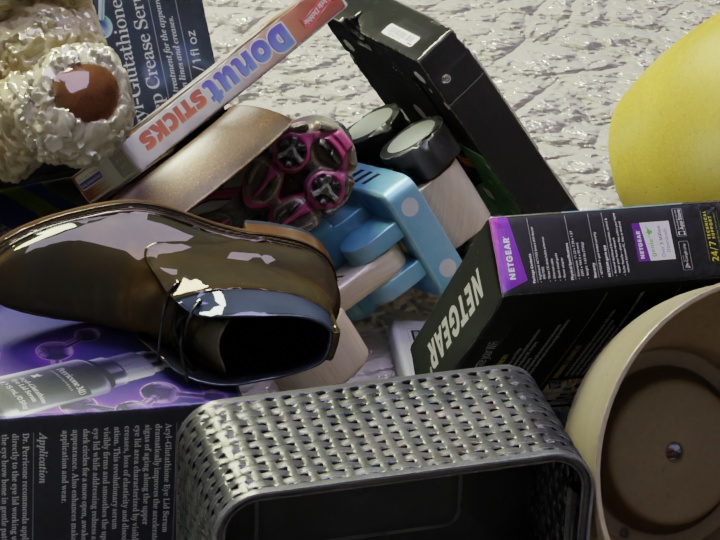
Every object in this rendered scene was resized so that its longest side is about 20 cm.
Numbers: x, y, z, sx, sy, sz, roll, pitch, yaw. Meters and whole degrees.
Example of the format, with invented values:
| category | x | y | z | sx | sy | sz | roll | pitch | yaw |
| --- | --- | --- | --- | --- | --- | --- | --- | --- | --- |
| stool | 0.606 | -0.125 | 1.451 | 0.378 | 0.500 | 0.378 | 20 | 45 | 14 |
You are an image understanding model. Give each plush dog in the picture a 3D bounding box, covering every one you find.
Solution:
| category | x | y | z | sx | sy | sz | roll | pitch | yaw |
| --- | --- | --- | --- | --- | --- | --- | --- | --- | --- |
| plush dog | -0.232 | -0.108 | 1.657 | 0.171 | 0.161 | 0.201 | -16 | 64 | -9 |

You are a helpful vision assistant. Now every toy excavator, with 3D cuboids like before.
| category | x | y | z | sx | sy | sz | roll | pitch | yaw |
| --- | --- | --- | --- | --- | --- | --- | --- | --- | --- |
| toy excavator | 0.000 | 0.000 | 1.754 | 0.200 | 0.100 | 0.194 | -39 | 22 | -14 |

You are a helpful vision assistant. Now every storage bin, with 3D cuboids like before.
| category | x | y | z | sx | sy | sz | roll | pitch | yaw |
| --- | --- | --- | --- | --- | --- | --- | --- | --- | --- |
| storage bin | 0.010 | 0.138 | 1.446 | 0.199 | 0.136 | 0.094 | -6 | 30 | -14 |

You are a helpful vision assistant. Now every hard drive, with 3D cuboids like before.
| category | x | y | z | sx | sy | sz | roll | pitch | yaw |
| --- | --- | --- | --- | --- | --- | --- | --- | --- | --- |
| hard drive | 0.066 | -0.093 | 1.824 | 0.038 | 0.200 | 0.140 | -42 | 32 | -9 |

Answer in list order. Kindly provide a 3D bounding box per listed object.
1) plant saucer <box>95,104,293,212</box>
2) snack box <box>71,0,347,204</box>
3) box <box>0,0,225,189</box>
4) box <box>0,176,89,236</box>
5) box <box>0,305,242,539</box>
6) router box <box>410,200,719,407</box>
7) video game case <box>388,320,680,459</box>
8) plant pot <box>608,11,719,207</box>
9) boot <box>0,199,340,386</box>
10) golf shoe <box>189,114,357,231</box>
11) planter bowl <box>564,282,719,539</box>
| category | x | y | z | sx | sy | sz | roll | pitch | yaw |
| --- | --- | --- | --- | --- | --- | --- | --- | --- | --- |
| plant saucer | -0.129 | -0.042 | 1.687 | 0.200 | 0.032 | 0.200 | -37 | 5 | 4 |
| snack box | -0.092 | -0.112 | 1.731 | 0.200 | 0.024 | 0.072 | -42 | 7 | -34 |
| box | -0.203 | -0.134 | 1.787 | 0.199 | 0.149 | 0.107 | -13 | 1 | -25 |
| box | -0.195 | -0.029 | 1.831 | 0.199 | 0.048 | 0.122 | -21 | 35 | -38 |
| box | -0.173 | 0.087 | 1.558 | 0.199 | 0.105 | 0.148 | -4 | 29 | -14 |
| router box | 0.122 | 0.024 | 1.585 | 0.148 | 0.200 | 0.051 | -4 | 69 | -14 |
| video game case | 0.119 | 0.086 | 1.686 | 0.181 | 0.022 | 0.200 | 0 | 28 | -8 |
| plant pot | 0.251 | -0.085 | 1.873 | 0.141 | 0.201 | 0.200 | -9 | 17 | 36 |
| boot | -0.104 | 0.013 | 1.515 | 0.199 | 0.075 | 0.097 | 0 | 25 | -12 |
| golf shoe | -0.083 | -0.022 | 1.753 | 0.200 | 0.073 | 0.092 | -36 | 8 | 4 |
| planter bowl | 0.191 | 0.103 | 1.514 | 0.199 | 0.202 | 0.135 | -7 | 2 | -19 |
